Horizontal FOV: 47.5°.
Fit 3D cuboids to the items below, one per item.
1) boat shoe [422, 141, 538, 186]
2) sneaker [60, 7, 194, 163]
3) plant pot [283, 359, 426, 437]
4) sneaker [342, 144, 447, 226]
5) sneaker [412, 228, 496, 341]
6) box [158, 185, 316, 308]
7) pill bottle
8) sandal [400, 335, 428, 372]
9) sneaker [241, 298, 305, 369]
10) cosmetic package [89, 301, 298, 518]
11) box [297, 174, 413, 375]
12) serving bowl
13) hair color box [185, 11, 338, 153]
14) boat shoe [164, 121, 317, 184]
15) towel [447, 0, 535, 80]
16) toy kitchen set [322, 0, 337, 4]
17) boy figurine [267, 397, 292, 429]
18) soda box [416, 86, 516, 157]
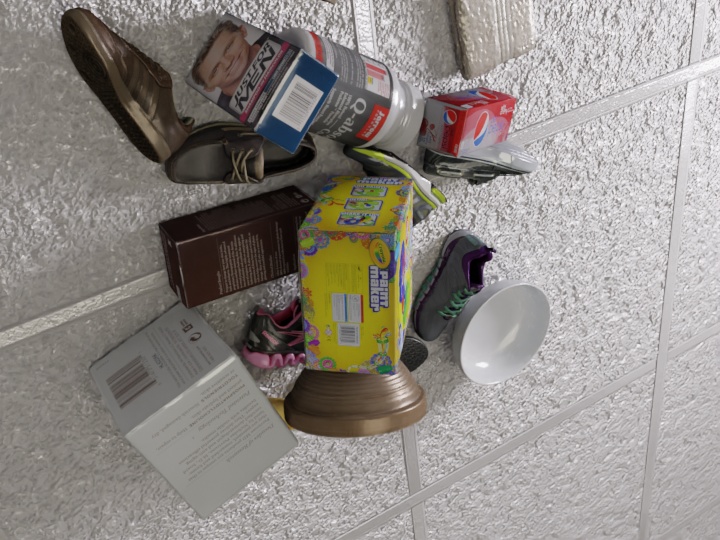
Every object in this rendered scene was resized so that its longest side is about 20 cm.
[{"bbox_3d":[0.178,-0.166,1.254,0.200,0.072,0.071,7,120,-26],"label":"boat shoe"},{"bbox_3d":[-0.260,-0.219,0.930,0.076,0.070,0.200,-50,138,-26],"label":"sneaker"},{"bbox_3d":[-0.009,0.154,1.135,0.201,0.201,0.093,-9,100,-31],"label":"plant pot"},{"bbox_3d":[0.043,-0.121,1.177,0.200,0.074,0.081,31,99,-39],"label":"sneaker"},{"bbox_3d":[0.150,0.036,1.324,0.074,0.088,0.200,7,111,-36],"label":"sneaker"},{"bbox_3d":[-0.156,-0.034,1.088,0.200,0.075,0.100,-19,125,-27],"label":"box"},{"bbox_3d":[-0.022,-0.223,1.044,0.200,0.116,0.116,12,108,-38],"label":"pill bottle"},{"bbox_3d":[0.012,0.142,1.323,0.200,0.048,0.075,-13,123,-14],"label":"sandal"},{"bbox_3d":[-0.078,0.089,1.215,0.200,0.079,0.096,-2,104,-35],"label":"sneaker"},{"bbox_3d":[-0.222,0.183,1.099,0.166,0.167,0.200,-37,131,-12],"label":"cosmetic package"},{"bbox_3d":[0.000,0.000,1.087,0.122,0.193,0.200,3,118,9],"label":"box"},{"bbox_3d":[0.236,0.099,1.432,0.200,0.066,0.200,-17,123,-27],"label":"serving bowl"},{"bbox_3d":[-0.117,-0.216,0.926,0.060,0.200,0.100,27,98,-41],"label":"hair color box"},{"bbox_3d":[-0.145,-0.147,1.030,0.200,0.073,0.075,-19,124,-25],"label":"boat shoe"},{"bbox_3d":[0.181,-0.380,1.152,0.132,0.034,0.200,-28,128,-17],"label":"towel"},{"bbox_3d":[-0.113,-0.405,0.838,0.200,0.180,0.163,14,105,-43],"label":"toy kitchen set"},{"bbox_3d":[-0.122,0.227,1.240,0.200,0.065,0.124,-4,154,-22],"label":"boy figurine"},{"bbox_3d":[0.153,-0.210,1.149,0.200,0.063,0.070,-28,134,-56],"label":"soda box"}]
